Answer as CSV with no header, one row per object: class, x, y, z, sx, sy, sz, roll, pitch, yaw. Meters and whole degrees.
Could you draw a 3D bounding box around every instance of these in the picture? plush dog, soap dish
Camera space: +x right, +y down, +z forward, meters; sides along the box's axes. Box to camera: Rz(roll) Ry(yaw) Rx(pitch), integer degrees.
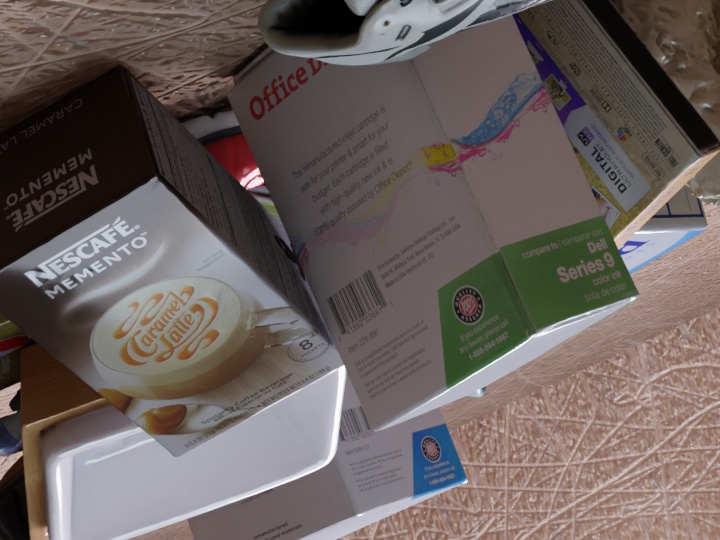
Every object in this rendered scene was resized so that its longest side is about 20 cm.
plush dog,0.163,-0.127,1.517,0.199,0.161,0.172,-4,-162,29
soap dish,-0.107,0.079,1.597,0.199,0.082,0.158,-20,152,-15

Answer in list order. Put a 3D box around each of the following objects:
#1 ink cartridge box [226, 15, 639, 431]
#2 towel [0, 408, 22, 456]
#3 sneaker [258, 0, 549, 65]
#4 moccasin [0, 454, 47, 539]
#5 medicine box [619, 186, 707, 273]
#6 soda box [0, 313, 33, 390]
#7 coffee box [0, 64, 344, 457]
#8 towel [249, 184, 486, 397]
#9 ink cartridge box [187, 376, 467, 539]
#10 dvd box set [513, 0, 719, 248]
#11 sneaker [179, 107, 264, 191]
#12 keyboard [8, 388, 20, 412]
ink cartridge box,0.033,-0.042,1.390,0.087,0.201,0.145,-19,170,-40
towel,-0.150,0.037,1.698,0.200,0.024,0.147,-45,178,4
sneaker,0.035,-0.140,1.227,0.200,0.074,0.088,-31,169,40
moccasin,-0.174,0.129,1.716,0.078,0.074,0.201,-34,-171,49
medicine box,0.083,-0.037,1.742,0.199,0.104,0.182,-1,159,-37
soda box,-0.223,0.025,1.575,0.067,0.064,0.200,-22,171,-11
coffee box,-0.107,0.000,1.387,0.114,0.080,0.200,-30,141,13
towel,0.000,0.000,1.619,0.170,0.048,0.200,14,148,8
ink cartridge box,-0.050,0.090,1.928,0.144,0.201,0.147,-26,170,34
dvd box set,0.080,-0.056,1.451,0.029,0.147,0.200,-16,154,-53
sneaker,-0.100,-0.030,1.492,0.199,0.085,0.077,-20,171,-16
keyboard,-0.142,0.036,1.828,0.199,0.021,0.127,-19,-162,41
